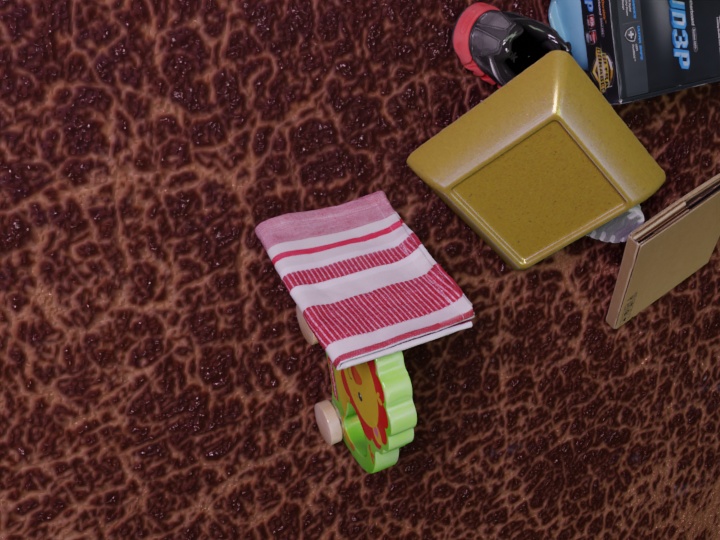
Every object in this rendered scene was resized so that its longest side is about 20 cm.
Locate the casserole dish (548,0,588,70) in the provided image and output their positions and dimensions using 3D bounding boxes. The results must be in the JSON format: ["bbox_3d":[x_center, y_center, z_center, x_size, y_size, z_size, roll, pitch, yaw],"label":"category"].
[{"bbox_3d":[0.283,-0.291,0.880,0.198,0.039,0.123,-30,108,-17],"label":"casserole dish"}]

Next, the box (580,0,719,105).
[{"bbox_3d":[0.293,-0.279,0.840,0.156,0.046,0.205,-15,102,-22],"label":"box"}]

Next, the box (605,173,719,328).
[{"bbox_3d":[0.370,-0.024,1.001,0.162,0.021,0.201,-33,150,-11],"label":"box"}]

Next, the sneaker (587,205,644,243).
[{"bbox_3d":[0.216,-0.096,0.933,0.197,0.083,0.075,23,132,-16],"label":"sneaker"}]

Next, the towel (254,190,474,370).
[{"bbox_3d":[0.000,0.000,0.784,0.141,0.201,0.023,-16,134,-19],"label":"towel"}]

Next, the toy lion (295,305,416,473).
[{"bbox_3d":[0.004,0.115,0.834,0.067,0.192,0.204,-17,117,-18],"label":"toy lion"}]

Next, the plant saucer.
[{"bbox_3d":[0.178,-0.088,0.853,0.198,0.049,0.199,-32,123,31],"label":"plant saucer"}]

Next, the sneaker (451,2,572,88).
[{"bbox_3d":[0.184,-0.196,0.853,0.198,0.098,0.072,27,96,-33],"label":"sneaker"}]
